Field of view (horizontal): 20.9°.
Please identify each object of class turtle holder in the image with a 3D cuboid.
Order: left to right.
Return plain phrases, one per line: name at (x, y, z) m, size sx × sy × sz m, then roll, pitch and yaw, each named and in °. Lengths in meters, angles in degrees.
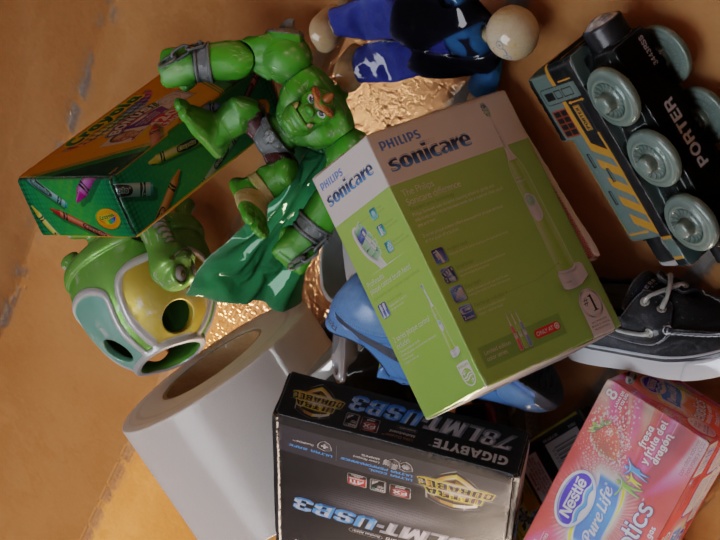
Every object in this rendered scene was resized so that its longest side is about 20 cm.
turtle holder at (-0.183, 0.012, 1.768) m, size 0.185 × 0.140 × 0.133 m, roll -34°, pitch 70°, yaw 37°

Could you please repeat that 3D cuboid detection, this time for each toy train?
toy train at (0.204, -0.090, 1.386) m, size 0.201 × 0.085 × 0.114 m, roll 56°, pitch 152°, yaw -12°

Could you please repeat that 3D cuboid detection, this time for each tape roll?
tape roll at (-0.095, 0.139, 1.749) m, size 0.202 × 0.203 × 0.140 m, roll -23°, pitch 105°, yaw 49°

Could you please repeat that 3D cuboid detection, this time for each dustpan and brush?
dustpan and brush at (0.000, 0.000, 1.561) m, size 0.057 × 0.202 × 0.139 m, roll 11°, pitch 151°, yaw -27°

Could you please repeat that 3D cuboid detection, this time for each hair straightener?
hair straightener at (0.054, 0.137, 1.676) m, size 0.200 × 0.076 × 0.041 m, roll 177°, pitch 78°, yaw -74°

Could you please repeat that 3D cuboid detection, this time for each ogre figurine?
ogre figurine at (-0.065, -0.112, 1.551) m, size 0.201 × 0.119 × 0.098 m, roll 58°, pitch -173°, yaw 16°

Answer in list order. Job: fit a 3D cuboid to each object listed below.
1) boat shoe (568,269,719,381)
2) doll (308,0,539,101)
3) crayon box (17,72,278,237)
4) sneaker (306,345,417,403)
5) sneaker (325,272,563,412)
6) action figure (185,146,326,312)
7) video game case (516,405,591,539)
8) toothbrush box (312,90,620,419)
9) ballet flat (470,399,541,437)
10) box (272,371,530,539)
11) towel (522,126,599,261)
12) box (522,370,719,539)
boat shoe at (0.226, 0.034, 1.474) m, size 0.199 × 0.072 × 0.068 m, roll 6°, pitch 125°, yaw 50°
doll at (0.057, -0.173, 1.474) m, size 0.199 × 0.049 × 0.137 m, roll -1°, pitch 131°, yaw 45°
crayon box at (-0.172, -0.102, 1.624) m, size 0.118 × 0.200 × 0.059 m, roll 1°, pitch 123°, yaw 42°
sneaker at (0.051, 0.065, 1.584) m, size 0.099 × 0.071 × 0.200 m, roll 44°, pitch 125°, yaw -7°
sneaker at (0.064, 0.063, 1.509) m, size 0.199 × 0.066 × 0.079 m, roll 29°, pitch 123°, yaw -19°
action figure at (-0.063, -0.054, 1.655) m, size 0.201 × 0.117 × 0.055 m, roll -58°, pitch 47°, yaw 34°
video game case at (0.167, 0.242, 1.624) m, size 0.180 × 0.025 × 0.201 m, roll -35°, pitch 78°, yaw 29°
toothbrush box at (0.078, -0.013, 1.440) m, size 0.086 × 0.145 × 0.201 m, roll -33°, pitch 81°, yaw 52°
ballet flat at (0.121, 0.124, 1.658) m, size 0.067 × 0.046 × 0.201 m, roll 4°, pitch 123°, yaw 40°
box at (0.030, 0.178, 1.559) m, size 0.198 × 0.050 × 0.199 m, roll 14°, pitch 140°, yaw 9°
towel at (0.102, -0.029, 1.547) m, size 0.147 × 0.030 × 0.200 m, roll 60°, pitch 142°, yaw 12°
box at (0.204, 0.184, 1.523) m, size 0.094 × 0.102 × 0.201 m, roll 33°, pitch 110°, yaw 21°
